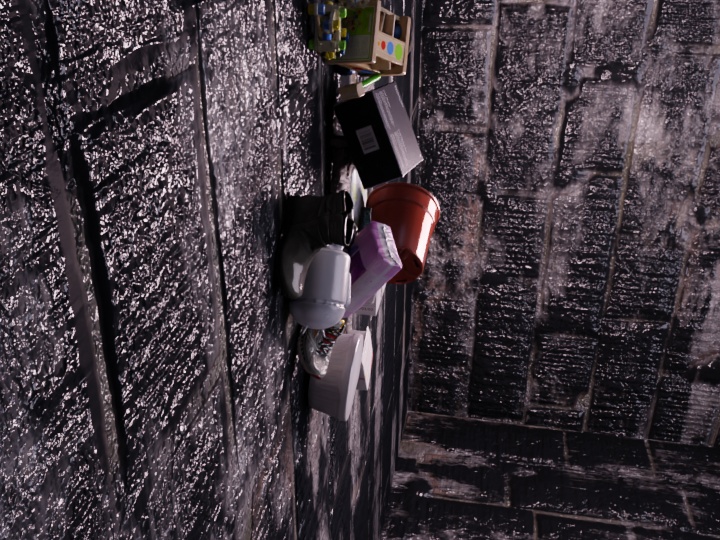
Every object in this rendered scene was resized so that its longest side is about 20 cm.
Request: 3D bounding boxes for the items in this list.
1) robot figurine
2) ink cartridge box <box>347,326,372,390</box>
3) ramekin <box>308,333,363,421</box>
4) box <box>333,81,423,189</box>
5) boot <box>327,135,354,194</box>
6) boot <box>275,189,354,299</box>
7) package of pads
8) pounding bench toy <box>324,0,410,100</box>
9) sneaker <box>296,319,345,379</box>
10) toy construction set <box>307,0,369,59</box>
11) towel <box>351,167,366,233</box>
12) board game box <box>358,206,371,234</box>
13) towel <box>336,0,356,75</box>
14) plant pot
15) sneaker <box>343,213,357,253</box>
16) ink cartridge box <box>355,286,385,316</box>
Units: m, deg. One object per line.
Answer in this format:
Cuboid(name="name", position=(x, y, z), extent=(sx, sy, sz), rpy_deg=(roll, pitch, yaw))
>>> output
Cuboid(name="robot figurine", position=(-0.080, 0.027, 1.499), extent=(0.168, 0.112, 0.203), rpy_deg=(12, 80, -40))
Cuboid(name="ink cartridge box", position=(-0.009, 0.249, 2.198), extent=(0.201, 0.067, 0.118), rpy_deg=(83, 15, -58))
Cuboid(name="ramekin", position=(-0.057, 0.236, 1.761), extent=(0.202, 0.093, 0.205), rpy_deg=(11, 90, -84))
Cuboid(name="box", position=(0.045, -0.311, 1.756), extent=(0.202, 0.103, 0.182), rpy_deg=(69, 26, -11))
Cuboid(name="boot", position=(-0.037, -0.227, 1.807), extent=(0.200, 0.068, 0.176), rpy_deg=(-25, 121, -67))
Cuboid(name="boot", position=(-0.079, -0.049, 1.387), extent=(0.068, 0.129, 0.203), rpy_deg=(24, 69, -62))
Cuboid(name="package of pads", position=(0.000, 0.000, 1.689), extent=(0.200, 0.075, 0.121), rpy_deg=(-44, -140, 31))
Cuboid(name="pounding bench toy", position=(0.018, -0.458, 1.661), extent=(0.155, 0.123, 0.203), rpy_deg=(0, 96, -56))
Cuboid(name="sneaker", position=(-0.079, 0.127, 1.606), extent=(0.078, 0.082, 0.202), rpy_deg=(31, 55, -43))
Cuboid(name="toy construction set", position=(-0.051, -0.496, 1.520), extent=(0.201, 0.091, 0.132), rpy_deg=(-59, 155, -45))
Cuboid(name="towel", position=(-0.018, -0.189, 1.988), extent=(0.200, 0.048, 0.173), rpy_deg=(-55, 146, -73))
Cuboid(name="board game box", position=(0.007, -0.039, 1.830), extent=(0.135, 0.028, 0.203), rpy_deg=(109, -16, -83))
Cuboid(name="towel", position=(-0.024, -0.551, 1.755), extent=(0.112, 0.048, 0.202), rpy_deg=(-63, 156, -65))
Cuboid(name="plant pot", position=(0.096, -0.085, 1.966), extent=(0.202, 0.198, 0.197), rpy_deg=(84, 14, -50))
Cuboid(name="sneaker", position=(-0.055, -0.064, 1.664), extent=(0.079, 0.078, 0.202), rpy_deg=(-45, -150, 41))
Cuboid(name="ink cartridge box", position=(-0.004, 0.053, 1.977), extent=(0.201, 0.114, 0.069), rpy_deg=(-68, 162, -58))
